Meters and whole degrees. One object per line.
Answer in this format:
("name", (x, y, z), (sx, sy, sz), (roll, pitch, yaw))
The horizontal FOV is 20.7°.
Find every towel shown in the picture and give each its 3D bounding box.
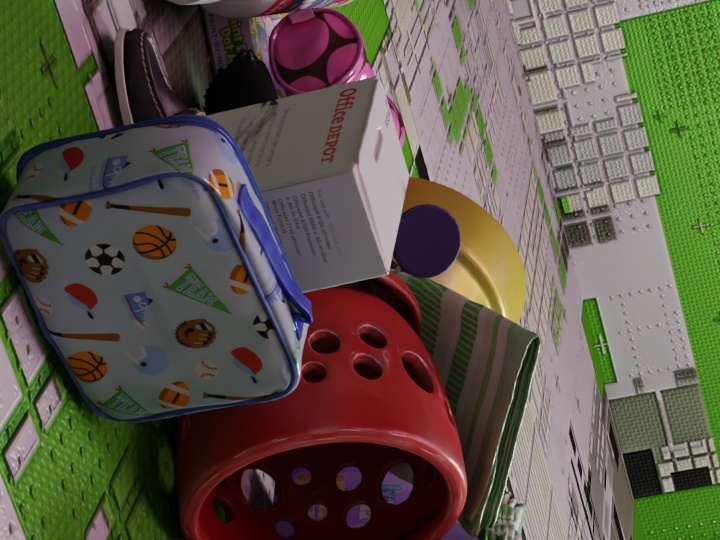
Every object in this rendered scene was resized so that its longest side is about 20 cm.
("towel", (0.057, 0.092, 1.443), (0.200, 0.023, 0.153), (30, -71, 59))
("towel", (0.107, 0.251, 1.441), (0.200, 0.031, 0.150), (-42, 133, -85))

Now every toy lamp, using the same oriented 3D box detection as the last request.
("toy lamp", (0.017, -0.032, 1.443), (0.200, 0.058, 0.059), (-154, -133, -69))

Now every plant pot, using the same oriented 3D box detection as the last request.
("plant pot", (0.023, 0.051, 1.698), (0.189, 0.200, 0.201), (-59, 138, -48))
("plant pot", (-0.034, 0.096, 1.386), (0.201, 0.199, 0.183), (60, 18, -53))

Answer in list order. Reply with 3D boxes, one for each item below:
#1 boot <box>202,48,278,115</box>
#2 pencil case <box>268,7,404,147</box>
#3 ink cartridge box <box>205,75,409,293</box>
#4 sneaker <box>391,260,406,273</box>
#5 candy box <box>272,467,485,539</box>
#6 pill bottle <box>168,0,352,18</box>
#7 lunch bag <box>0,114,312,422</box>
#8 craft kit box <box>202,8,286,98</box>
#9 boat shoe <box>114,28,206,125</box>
("boot", (-0.072, -0.096, 1.502), (0.199, 0.073, 0.163), (103, -24, -58))
("pencil case", (-0.021, -0.151, 1.635), (0.200, 0.090, 0.094), (62, 17, -71))
("ink cartridge box", (-0.077, -0.045, 1.315), (0.145, 0.199, 0.084), (-77, 152, -60))
("sneaker", (0.000, 0.000, 1.572), (0.074, 0.087, 0.201), (125, -45, -73))
("candy box", (0.012, 0.241, 1.491), (0.201, 0.167, 0.072), (-84, 175, -50))
("pill bottle", (-0.081, -0.263, 1.569), (0.200, 0.119, 0.120), (-18, 96, -53))
("lunch bag", (-0.117, 0.004, 1.197), (0.076, 0.159, 0.201), (-85, 158, -49))
("craft kit box", (-0.084, -0.183, 1.737), (0.200, 0.048, 0.199), (-13, 94, -76))
("boat shoe", (-0.129, -0.082, 1.427), (0.074, 0.060, 0.201), (-56, 133, -74))
